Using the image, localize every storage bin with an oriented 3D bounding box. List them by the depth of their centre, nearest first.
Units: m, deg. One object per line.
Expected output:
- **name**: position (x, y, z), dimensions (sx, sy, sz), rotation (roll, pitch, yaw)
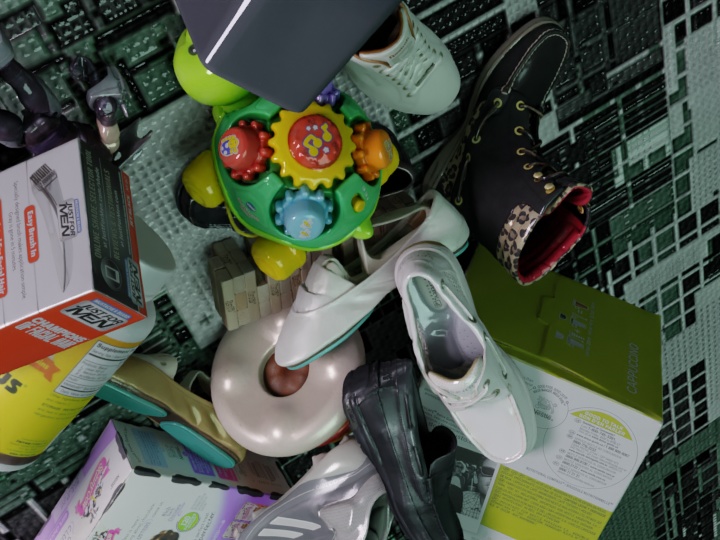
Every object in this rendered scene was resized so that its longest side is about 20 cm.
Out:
- **storage bin**: position (-0.058, -0.205, 0.617), dimensions (0.145, 0.201, 0.135), rotation (20, 120, -40)

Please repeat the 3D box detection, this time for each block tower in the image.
- **block tower**: position (-0.034, -0.017, 0.861), dimensions (0.198, 0.054, 0.058), rotation (-19, 132, -20)

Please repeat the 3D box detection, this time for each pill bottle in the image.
- **pill bottle**: position (-0.229, 0.046, 0.739), dimensions (0.200, 0.110, 0.109), rotation (-47, 134, 12)

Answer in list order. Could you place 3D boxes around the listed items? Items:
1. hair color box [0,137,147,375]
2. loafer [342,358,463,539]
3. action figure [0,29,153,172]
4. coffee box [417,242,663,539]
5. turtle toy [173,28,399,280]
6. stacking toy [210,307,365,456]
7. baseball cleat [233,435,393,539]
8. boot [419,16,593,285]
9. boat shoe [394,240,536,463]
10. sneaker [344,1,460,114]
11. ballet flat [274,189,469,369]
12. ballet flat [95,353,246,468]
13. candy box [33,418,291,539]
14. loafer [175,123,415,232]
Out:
- **hair color box**: position (-0.245, 0.007, 0.652), dimensions (0.198, 0.112, 0.064), rotation (-21, 154, 15)
- **loafer**: position (0.050, 0.159, 0.822), dimensions (0.070, 0.068, 0.202), rotation (-19, 115, 14)
- **action figure**: position (-0.222, -0.103, 0.669), dimensions (0.130, 0.069, 0.200), rotation (-45, 150, -5)
- **coffee box**: position (0.154, 0.125, 0.933), dimensions (0.198, 0.200, 0.199), rotation (23, 118, 6)
- **turtle toy**: position (-0.059, -0.099, 0.727), dimensions (0.200, 0.101, 0.146), rotation (46, 72, -5)
- **stacking toy**: position (-0.037, 0.119, 0.929), dimensions (0.146, 0.146, 0.200), rotation (-40, 150, 1)
- **baseball cleat**: position (-0.045, 0.241, 0.895), dimensions (0.069, 0.107, 0.201), rotation (7, 130, -46)
- **boot**: position (0.144, -0.100, 0.843), dimensions (0.073, 0.151, 0.201), rotation (21, 111, -40)
- **boat shoe**: position (0.078, 0.078, 0.783), dimensions (0.070, 0.069, 0.201), rotation (-25, 104, 18)
- **sneaker**: position (0.021, -0.166, 0.764), dimensions (0.199, 0.085, 0.073), rotation (28, 104, -44)
- **ballet flat**: position (0.000, 0.000, 0.823), dimensions (0.199, 0.069, 0.070), rotation (-35, 135, -11)
- **ballet flat**: position (-0.169, 0.108, 0.873), dimensions (0.200, 0.068, 0.064), rotation (44, 55, -43)
- **candy box**: position (-0.187, 0.243, 0.949), dimensions (0.199, 0.072, 0.168), rotation (23, 109, -42)
- **loafer**: position (-0.048, -0.072, 0.804), dimensions (0.198, 0.063, 0.073), rotation (-17, 130, -21)
